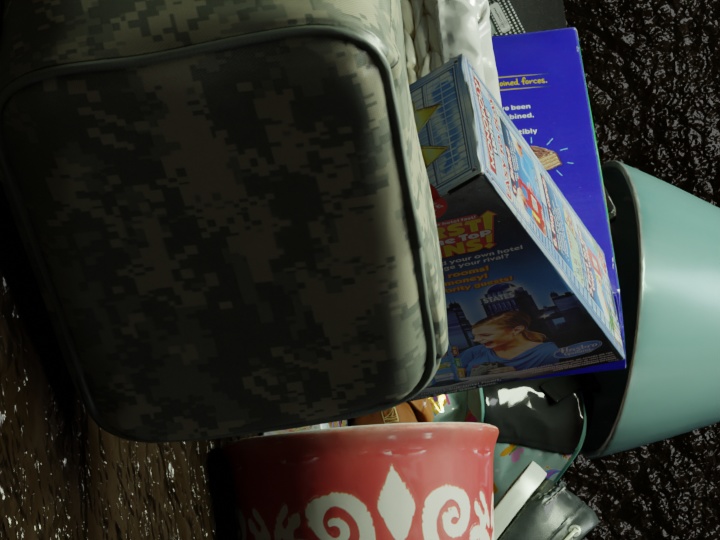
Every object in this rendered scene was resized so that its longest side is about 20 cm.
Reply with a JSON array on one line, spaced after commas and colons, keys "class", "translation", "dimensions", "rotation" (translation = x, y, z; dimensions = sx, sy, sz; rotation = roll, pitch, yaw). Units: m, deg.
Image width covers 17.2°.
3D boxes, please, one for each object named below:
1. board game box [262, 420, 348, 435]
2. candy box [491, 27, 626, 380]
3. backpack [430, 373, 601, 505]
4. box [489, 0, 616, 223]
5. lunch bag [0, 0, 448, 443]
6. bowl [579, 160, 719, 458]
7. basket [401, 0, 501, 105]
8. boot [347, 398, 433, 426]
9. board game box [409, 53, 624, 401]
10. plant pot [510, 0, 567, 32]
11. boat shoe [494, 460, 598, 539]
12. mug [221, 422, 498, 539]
[{"class": "board game box", "translation": [-0.040, 0.023, 1.338], "dimensions": [0.134, 0.034, 0.202], "rotation": [-19, 100, -84]}, {"class": "candy box", "translation": [0.054, -0.035, 1.334], "dimensions": [0.077, 0.167, 0.201], "rotation": [80, 5, -52]}, {"class": "backpack", "translation": [0.068, 0.102, 1.658], "dimensions": [0.201, 0.152, 0.177], "rotation": [106, -17, -45]}, {"class": "box", "translation": [0.056, -0.086, 1.574], "dimensions": [0.201, 0.159, 0.044], "rotation": [64, 2, 7]}, {"class": "lunch bag", "translation": [-0.048, -0.061, 0.820], "dimensions": [0.201, 0.138, 0.169], "rotation": [77, 8, -48]}, {"class": "bowl", "translation": [0.210, 0.030, 1.621], "dimensions": [0.201, 0.104, 0.203], "rotation": [-175, -90, -79]}, {"class": "basket", "translation": [-0.011, -0.100, 1.166], "dimensions": [0.199, 0.159, 0.202], "rotation": [72, 12, -61]}, {"class": "boot", "translation": [0.009, 0.109, 1.481], "dimensions": [0.200, 0.076, 0.157], "rotation": [107, -29, -87]}, {"class": "board game box", "translation": [0.011, -0.009, 1.051], "dimensions": [0.200, 0.198, 0.062], "rotation": [73, 7, -61]}, {"class": "plant pot", "translation": [0.045, -0.185, 1.713], "dimensions": [0.178, 0.198, 0.201], "rotation": [-81, 162, -65]}, {"class": "boat shoe", "translation": [0.069, 0.214, 1.466], "dimensions": [0.201, 0.060, 0.076], "rotation": [-54, 174, 6]}, {"class": "mug", "translation": [0.010, 0.181, 1.143], "dimensions": [0.178, 0.132, 0.202], "rotation": [45, 40, -78]}]
